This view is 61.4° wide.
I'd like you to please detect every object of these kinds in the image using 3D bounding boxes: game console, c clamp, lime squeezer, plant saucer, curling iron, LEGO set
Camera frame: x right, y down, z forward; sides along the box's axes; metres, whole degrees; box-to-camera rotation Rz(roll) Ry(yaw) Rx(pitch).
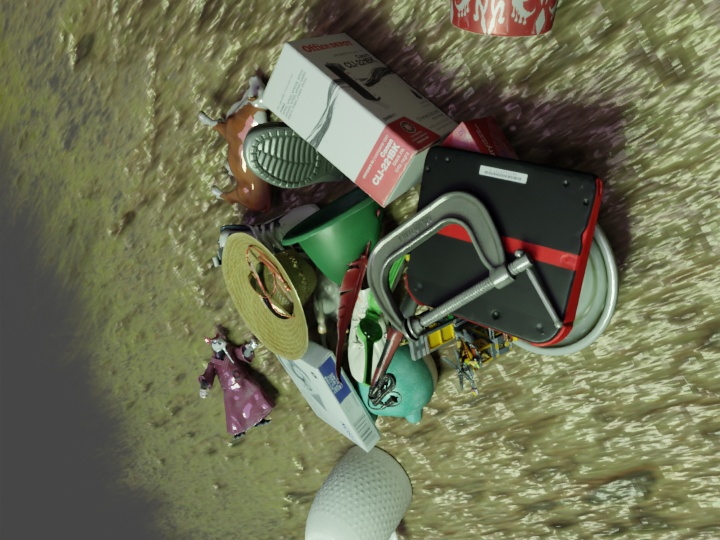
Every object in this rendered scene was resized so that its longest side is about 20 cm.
[{"bbox_3d":[0.141,-0.028,0.644,0.196,0.031,0.182,18,105,34],"label":"game console"},{"bbox_3d":[0.092,0.012,0.648,0.198,0.027,0.175,-28,78,35],"label":"c clamp"},{"bbox_3d":[0.023,0.050,0.779,0.037,0.204,0.071,19,161,1],"label":"lime squeezer"},{"bbox_3d":[0.220,-0.002,0.727,0.197,0.050,0.206,22,121,41],"label":"plant saucer"},{"bbox_3d":[0.054,0.078,0.740,0.049,0.025,0.205,24,97,37],"label":"curling iron"},{"bbox_3d":[0.097,0.051,0.764,0.199,0.114,0.158,34,139,53],"label":"LEGO set"}]

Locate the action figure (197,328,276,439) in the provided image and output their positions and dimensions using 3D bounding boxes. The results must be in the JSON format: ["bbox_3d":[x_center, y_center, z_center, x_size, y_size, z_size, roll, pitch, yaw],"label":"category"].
[{"bbox_3d":[-0.232,0.202,1.145,0.204,0.131,0.149,64,173,5],"label":"action figure"}]

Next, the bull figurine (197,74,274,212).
[{"bbox_3d":[-0.176,-0.186,0.906,0.119,0.065,0.205,16,120,31],"label":"bull figurine"}]

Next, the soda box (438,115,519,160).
[{"bbox_3d":[0.161,-0.068,0.680,0.070,0.063,0.203,-40,75,48],"label":"soda box"}]

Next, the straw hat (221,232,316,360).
[{"bbox_3d":[-0.107,0.019,0.858,0.199,0.084,0.205,31,139,31],"label":"straw hat"}]

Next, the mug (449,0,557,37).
[{"bbox_3d":[0.145,-0.351,0.589,0.129,0.179,0.205,-3,123,-6],"label":"mug"}]

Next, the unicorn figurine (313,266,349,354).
[{"bbox_3d":[-0.043,0.040,0.907,0.201,0.072,0.140,121,146,-51],"label":"unicorn figurine"}]

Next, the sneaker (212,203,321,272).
[{"bbox_3d":[-0.147,-0.040,0.911,0.196,0.128,0.082,-11,94,40],"label":"sneaker"}]

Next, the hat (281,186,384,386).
[{"bbox_3d":[0.000,0.000,0.797,0.179,0.197,0.165,61,171,-13],"label":"hat"}]

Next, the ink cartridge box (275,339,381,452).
[{"bbox_3d":[-0.074,0.175,0.962,0.198,0.041,0.202,21,145,49],"label":"ink cartridge box"}]

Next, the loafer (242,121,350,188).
[{"bbox_3d":[-0.074,-0.152,0.779,0.069,0.197,0.077,36,116,38],"label":"loafer"}]

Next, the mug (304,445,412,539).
[{"bbox_3d":[0.001,0.437,1.037,0.146,0.175,0.203,-23,101,39],"label":"mug"}]

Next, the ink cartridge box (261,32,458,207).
[{"bbox_3d":[0.002,-0.189,0.730,0.199,0.144,0.084,40,126,9],"label":"ink cartridge box"}]

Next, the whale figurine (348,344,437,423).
[{"bbox_3d":[0.030,0.182,0.932,0.159,0.104,0.200,46,133,3],"label":"whale figurine"}]

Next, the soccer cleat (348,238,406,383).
[{"bbox_3d":[0.013,0.054,0.841,0.068,0.077,0.206,12,88,32],"label":"soccer cleat"}]
